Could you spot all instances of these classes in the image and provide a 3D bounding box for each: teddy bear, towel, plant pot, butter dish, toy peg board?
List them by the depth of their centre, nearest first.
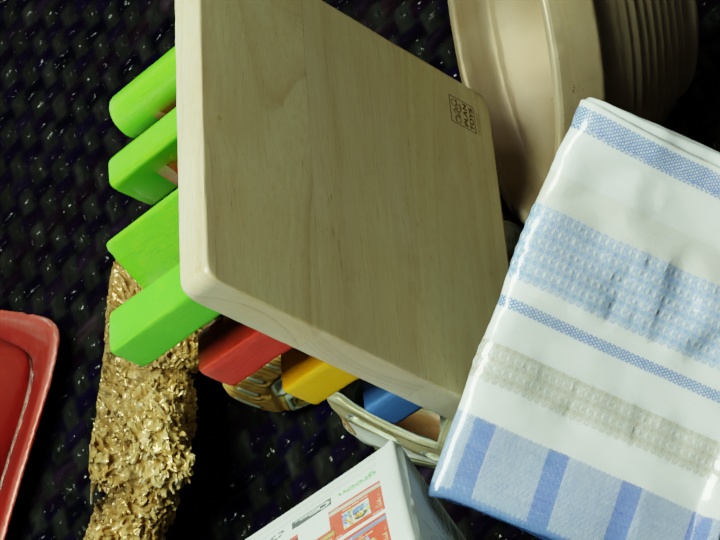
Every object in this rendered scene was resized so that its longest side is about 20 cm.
[{"bbox_3d":[0.130,0.036,1.031,0.201,0.146,0.024,-68,13,-4],"label":"towel"},{"bbox_3d":[-0.031,-0.022,1.073,0.098,0.199,0.201,-33,46,35],"label":"toy peg board"},{"bbox_3d":[0.110,-0.127,1.124,0.092,0.201,0.202,-10,54,-9],"label":"plant pot"},{"bbox_3d":[-0.116,0.093,1.248,0.066,0.145,0.201,7,74,-3],"label":"teddy bear"},{"bbox_3d":[-0.307,0.101,1.381,0.199,0.148,0.201,3,72,42],"label":"butter dish"}]

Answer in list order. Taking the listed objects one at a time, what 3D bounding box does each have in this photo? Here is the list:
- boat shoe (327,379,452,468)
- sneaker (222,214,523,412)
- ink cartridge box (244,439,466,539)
[{"bbox_3d":[0.065,0.069,1.116,0.199,0.068,0.075,-4,68,41],"label":"boat shoe"},{"bbox_3d":[0.000,0.000,1.204,0.199,0.076,0.088,-25,53,29],"label":"sneaker"},{"bbox_3d":[-0.039,0.186,0.979,0.199,0.084,0.176,-34,13,6],"label":"ink cartridge box"}]
